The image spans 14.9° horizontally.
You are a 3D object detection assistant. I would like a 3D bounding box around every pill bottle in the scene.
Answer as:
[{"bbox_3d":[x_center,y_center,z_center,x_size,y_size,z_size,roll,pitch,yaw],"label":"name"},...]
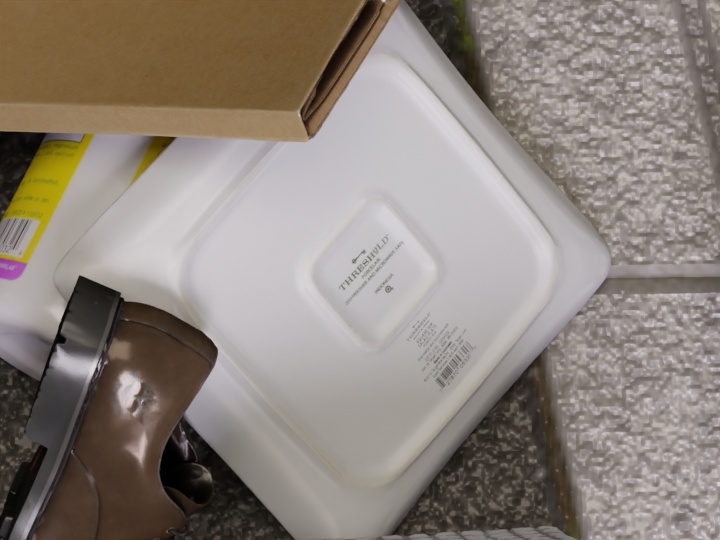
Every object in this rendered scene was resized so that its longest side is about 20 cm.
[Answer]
[{"bbox_3d":[-0.090,-0.044,1.219,0.104,0.104,0.201,23,73,9],"label":"pill bottle"}]

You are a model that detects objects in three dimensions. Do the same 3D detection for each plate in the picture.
[{"bbox_3d":[0.000,0.000,1.180,0.200,0.032,0.200,-49,114,-16],"label":"plate"}]

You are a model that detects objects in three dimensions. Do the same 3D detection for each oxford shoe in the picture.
[{"bbox_3d":[-0.108,0.103,1.142,0.084,0.201,0.073,18,33,-7],"label":"oxford shoe"}]

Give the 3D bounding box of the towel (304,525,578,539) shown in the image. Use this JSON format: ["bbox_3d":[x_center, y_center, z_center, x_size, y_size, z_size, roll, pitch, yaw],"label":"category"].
[{"bbox_3d":[0.020,0.156,1.093,0.164,0.200,0.086,-2,91,-10],"label":"towel"}]

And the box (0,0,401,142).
[{"bbox_3d":[-0.072,-0.118,1.173,0.199,0.021,0.164,4,48,32],"label":"box"}]
